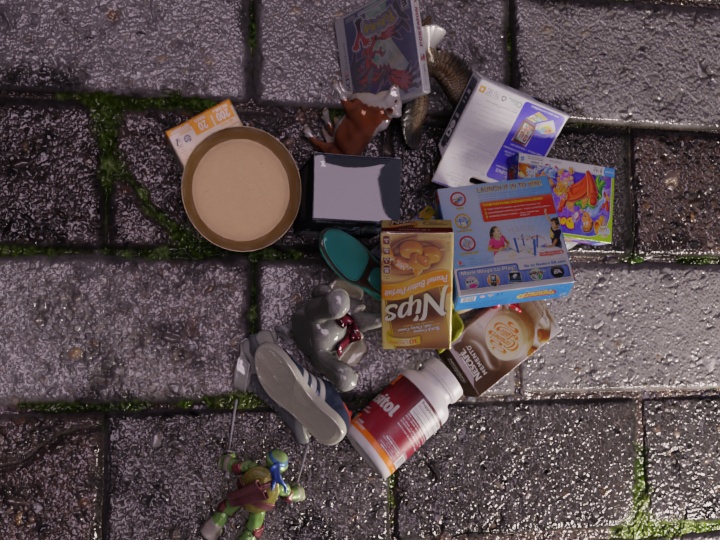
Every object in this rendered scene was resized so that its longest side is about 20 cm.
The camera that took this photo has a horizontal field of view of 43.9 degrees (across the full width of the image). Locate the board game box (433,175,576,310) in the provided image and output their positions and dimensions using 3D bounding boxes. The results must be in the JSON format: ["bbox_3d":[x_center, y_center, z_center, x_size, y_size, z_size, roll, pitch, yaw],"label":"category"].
[{"bbox_3d":[0.233,-0.047,1.473,0.195,0.056,0.200,-6,64,-4],"label":"board game box"}]

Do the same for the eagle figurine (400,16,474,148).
[{"bbox_3d":[0.124,-0.338,1.572,0.150,0.150,0.204,-28,98,-50],"label":"eagle figurine"}]

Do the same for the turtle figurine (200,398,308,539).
[{"bbox_3d":[-0.171,0.361,1.478,0.142,0.200,0.196,27,101,-32],"label":"turtle figurine"}]

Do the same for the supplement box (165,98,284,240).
[{"bbox_3d":[-0.229,-0.165,1.504,0.124,0.073,0.203,-29,93,-13],"label":"supplement box"}]

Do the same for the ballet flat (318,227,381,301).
[{"bbox_3d":[0.000,0.000,1.478,0.198,0.070,0.068,34,74,-20],"label":"ballet flat"}]

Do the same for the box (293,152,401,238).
[{"bbox_3d":[-0.026,-0.120,1.485,0.145,0.200,0.110,3,85,-12],"label":"box"}]

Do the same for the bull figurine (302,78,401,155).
[{"bbox_3d":[-0.013,-0.254,1.515,0.121,0.201,0.065,45,40,5],"label":"bull figurine"}]

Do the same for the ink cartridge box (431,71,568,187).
[{"bbox_3d":[0.243,-0.227,1.598,0.194,0.044,0.203,16,115,-24],"label":"ink cartridge box"}]

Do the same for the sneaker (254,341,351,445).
[{"bbox_3d":[-0.091,0.191,1.459,0.075,0.084,0.201,-40,91,28],"label":"sneaker"}]

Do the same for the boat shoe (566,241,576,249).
[{"bbox_3d":[0.340,-0.064,1.637,0.197,0.065,0.076,-14,89,-15],"label":"boat shoe"}]

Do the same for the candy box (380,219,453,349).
[{"bbox_3d":[0.088,0.023,1.409,0.112,0.056,0.205,0,114,3],"label":"candy box"}]

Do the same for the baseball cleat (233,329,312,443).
[{"bbox_3d":[-0.154,0.206,1.505,0.104,0.070,0.204,-20,82,-6],"label":"baseball cleat"}]

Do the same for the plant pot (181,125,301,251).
[{"bbox_3d":[-0.194,-0.132,1.458,0.195,0.027,0.206,1,88,-15],"label":"plant pot"}]

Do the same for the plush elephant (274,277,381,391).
[{"bbox_3d":[-0.030,0.093,1.499,0.153,0.198,0.169,-17,102,-36],"label":"plush elephant"}]

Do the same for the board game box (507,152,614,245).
[{"bbox_3d":[0.356,-0.125,1.595,0.195,0.045,0.138,6,84,-17],"label":"board game box"}]

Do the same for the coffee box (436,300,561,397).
[{"bbox_3d":[0.243,0.121,1.592,0.198,0.080,0.115,-36,94,-13],"label":"coffee box"}]

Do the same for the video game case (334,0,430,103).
[{"bbox_3d":[0.033,-0.368,1.526,0.023,0.198,0.187,-5,86,-41],"label":"video game case"}]

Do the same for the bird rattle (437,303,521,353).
[{"bbox_3d":[0.175,0.037,1.539,0.198,0.163,0.114,-32,113,-14],"label":"bird rattle"}]

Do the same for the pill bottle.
[{"bbox_3d":[0.077,0.246,1.526,0.199,0.113,0.114,-41,95,-14],"label":"pill bottle"}]

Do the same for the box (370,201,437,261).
[{"bbox_3d":[0.113,-0.054,1.571,0.199,0.064,0.071,-37,123,-13],"label":"box"}]
